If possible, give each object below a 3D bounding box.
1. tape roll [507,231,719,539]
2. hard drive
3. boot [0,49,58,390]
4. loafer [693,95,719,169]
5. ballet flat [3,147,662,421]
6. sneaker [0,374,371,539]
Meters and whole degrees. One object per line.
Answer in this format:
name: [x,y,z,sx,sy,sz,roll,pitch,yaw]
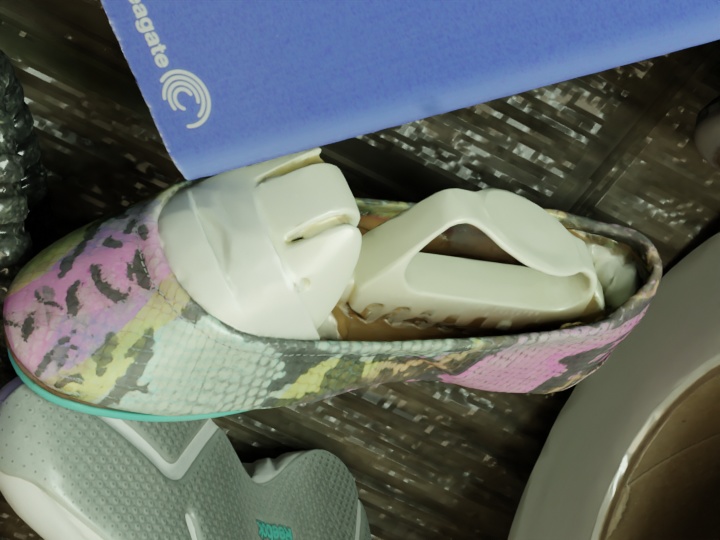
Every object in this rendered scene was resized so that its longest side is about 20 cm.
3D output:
tape roll: [0.148,0.098,0.754,0.139,0.203,0.203,26,123,-23]
hard drive: [0.014,-0.104,0.627,0.199,0.025,0.132,-13,109,33]
boot: [-0.171,-0.039,0.698,0.157,0.080,0.212,-5,140,9]
loafer: [0.147,-0.039,0.662,0.073,0.200,0.071,-36,92,-14]
ballet flat: [0.000,0.000,0.719,0.199,0.069,0.071,1,147,-33]
sneaker: [-0.064,0.079,0.773,0.080,0.071,0.200,-15,157,19]
